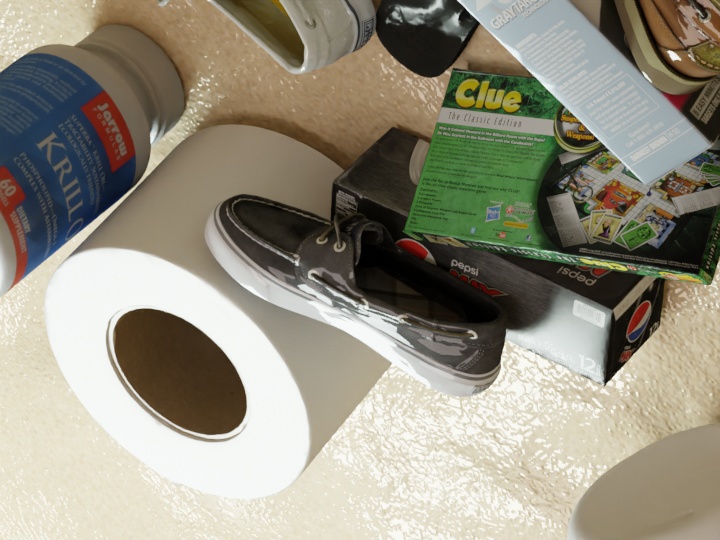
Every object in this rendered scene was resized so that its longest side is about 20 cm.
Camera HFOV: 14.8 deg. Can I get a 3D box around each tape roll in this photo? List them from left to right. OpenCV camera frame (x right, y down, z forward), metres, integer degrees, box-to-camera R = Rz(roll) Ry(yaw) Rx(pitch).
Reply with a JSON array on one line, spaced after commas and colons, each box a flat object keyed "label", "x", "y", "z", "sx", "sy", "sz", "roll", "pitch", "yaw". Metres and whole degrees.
[{"label": "tape roll", "x": -0.081, "y": 0.026, "z": 1.767, "sx": 0.203, "sy": 0.139, "sz": 0.203, "roll": 22, "pitch": 138, "yaw": 21}]

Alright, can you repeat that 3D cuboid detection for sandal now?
[{"label": "sandal", "x": 0.053, "y": -0.172, "z": 1.567, "sx": 0.075, "sy": 0.045, "sz": 0.200, "roll": 40, "pitch": 140, "yaw": 10}]

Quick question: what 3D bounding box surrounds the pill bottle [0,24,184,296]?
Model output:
[{"label": "pill bottle", "x": -0.203, "y": -0.075, "z": 1.752, "sx": 0.112, "sy": 0.200, "sz": 0.112, "roll": 24, "pitch": 136, "yaw": 25}]

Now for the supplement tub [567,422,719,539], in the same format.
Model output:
[{"label": "supplement tub", "x": 0.224, "y": 0.208, "z": 1.654, "sx": 0.145, "sy": 0.145, "sz": 0.200, "roll": -8, "pitch": 117, "yaw": 44}]

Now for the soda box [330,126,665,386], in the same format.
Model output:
[{"label": "soda box", "x": 0.081, "y": -0.010, "z": 1.656, "sx": 0.200, "sy": 0.071, "sz": 0.063, "roll": 26, "pitch": 137, "yaw": 24}]

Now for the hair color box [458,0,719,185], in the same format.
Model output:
[{"label": "hair color box", "x": 0.119, "y": -0.153, "z": 1.461, "sx": 0.200, "sy": 0.099, "sz": 0.061, "roll": 43, "pitch": 142, "yaw": -10}]

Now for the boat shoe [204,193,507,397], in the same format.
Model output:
[{"label": "boat shoe", "x": 0.000, "y": 0.000, "z": 1.630, "sx": 0.200, "sy": 0.070, "sz": 0.066, "roll": 33, "pitch": 132, "yaw": 17}]

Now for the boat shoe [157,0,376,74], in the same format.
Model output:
[{"label": "boat shoe", "x": -0.089, "y": -0.187, "z": 1.640, "sx": 0.202, "sy": 0.086, "sz": 0.075, "roll": 46, "pitch": 142, "yaw": 12}]

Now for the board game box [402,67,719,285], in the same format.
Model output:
[{"label": "board game box", "x": 0.123, "y": -0.055, "z": 1.567, "sx": 0.200, "sy": 0.105, "sz": 0.023, "roll": 10, "pitch": 169, "yaw": 37}]

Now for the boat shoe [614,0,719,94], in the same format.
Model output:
[{"label": "boat shoe", "x": 0.153, "y": -0.193, "z": 1.420, "sx": 0.068, "sy": 0.072, "sz": 0.200, "roll": -33, "pitch": 80, "yaw": 51}]
